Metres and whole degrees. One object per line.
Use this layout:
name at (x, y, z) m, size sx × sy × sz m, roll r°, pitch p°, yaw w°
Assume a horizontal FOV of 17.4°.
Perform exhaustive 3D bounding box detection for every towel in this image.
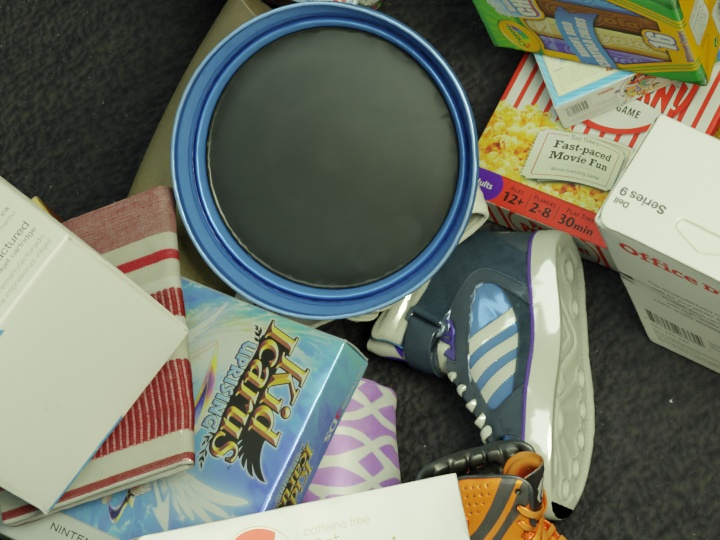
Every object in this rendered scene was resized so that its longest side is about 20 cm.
towel at (-0.172, 0.054, 1.491) m, size 0.143 × 0.023 × 0.201 m, roll -20°, pitch 58°, yaw 19°

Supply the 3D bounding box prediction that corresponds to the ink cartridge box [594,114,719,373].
ink cartridge box at (0.242, 0.003, 1.460) m, size 0.145 × 0.200 × 0.084 m, roll 27°, pitch 78°, yaw 25°

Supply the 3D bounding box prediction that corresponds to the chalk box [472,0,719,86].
chalk box at (0.141, -0.217, 1.534) m, size 0.199 × 0.124 × 0.125 m, roll 13°, pitch 72°, yaw 22°

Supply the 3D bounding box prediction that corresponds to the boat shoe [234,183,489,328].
boat shoe at (0.000, 0.000, 1.550) m, size 0.200 × 0.072 × 0.066 m, roll -36°, pitch 58°, yaw 11°

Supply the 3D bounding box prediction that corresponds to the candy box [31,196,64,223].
candy box at (-0.177, 0.054, 1.622) m, size 0.056 × 0.117 × 0.200 m, roll -37°, pitch 63°, yaw 1°

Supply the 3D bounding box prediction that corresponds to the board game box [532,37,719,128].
board game box at (0.205, -0.196, 1.595) m, size 0.199 × 0.034 × 0.135 m, roll -22°, pitch 63°, yaw 7°

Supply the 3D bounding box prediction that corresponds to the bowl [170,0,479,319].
bowl at (-0.021, -0.071, 1.494) m, size 0.199 × 0.039 × 0.202 m, roll 1°, pitch 97°, yaw 10°

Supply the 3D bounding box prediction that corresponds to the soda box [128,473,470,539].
soda box at (-0.037, 0.171, 1.391) m, size 0.199 × 0.068 × 0.064 m, roll -11°, pitch 83°, yaw -15°

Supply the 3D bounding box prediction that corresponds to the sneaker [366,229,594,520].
sneaker at (0.074, 0.071, 1.564) m, size 0.146 × 0.080 × 0.201 m, roll -7°, pitch 72°, yaw 26°

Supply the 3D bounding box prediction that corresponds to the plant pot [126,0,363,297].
plant pot at (-0.078, -0.058, 1.615) m, size 0.200 × 0.187 × 0.187 m, roll -49°, pitch 62°, yaw 8°

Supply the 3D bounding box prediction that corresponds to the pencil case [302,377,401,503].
pencil case at (-0.016, 0.167, 1.545) m, size 0.085 × 0.084 × 0.201 m, roll -19°, pitch 61°, yaw 36°

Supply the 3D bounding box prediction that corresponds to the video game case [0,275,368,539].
video game case at (-0.118, 0.109, 1.486) m, size 0.180 × 0.045 × 0.201 m, roll 20°, pitch 77°, yaw 26°

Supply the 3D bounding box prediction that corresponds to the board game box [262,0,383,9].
board game box at (-0.061, -0.222, 1.658) m, size 0.199 × 0.200 × 0.062 m, roll 22°, pitch 93°, yaw 24°

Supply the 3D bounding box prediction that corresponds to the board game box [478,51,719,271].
board game box at (0.177, -0.107, 1.612) m, size 0.151 × 0.046 × 0.201 m, roll 22°, pitch 76°, yaw 24°

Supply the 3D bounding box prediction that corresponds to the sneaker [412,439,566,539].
sneaker at (0.117, 0.175, 1.459) m, size 0.199 × 0.078 × 0.113 m, roll 16°, pitch 110°, yaw 1°

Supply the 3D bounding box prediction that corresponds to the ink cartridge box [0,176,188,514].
ink cartridge box at (-0.242, 0.019, 1.444) m, size 0.200 × 0.145 × 0.148 m, roll 34°, pitch 85°, yaw 37°
